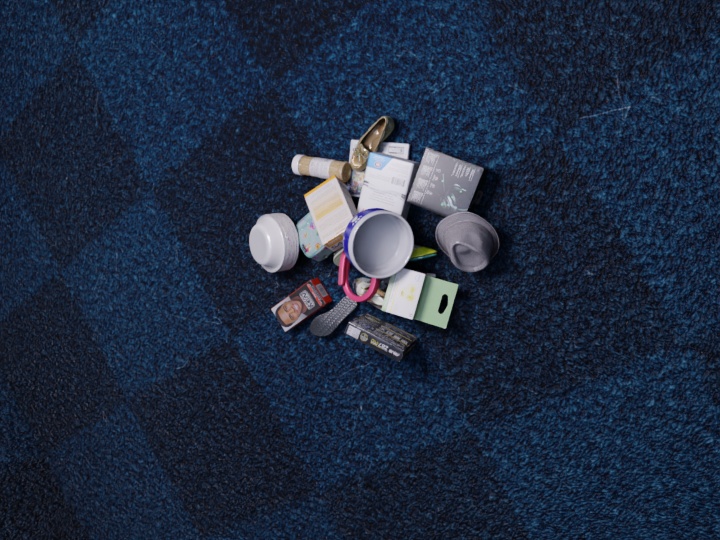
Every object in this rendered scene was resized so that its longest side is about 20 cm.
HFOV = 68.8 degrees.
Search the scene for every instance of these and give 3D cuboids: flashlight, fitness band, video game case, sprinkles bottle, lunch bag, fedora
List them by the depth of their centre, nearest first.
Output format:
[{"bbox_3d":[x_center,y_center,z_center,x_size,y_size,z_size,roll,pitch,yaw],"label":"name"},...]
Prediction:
[{"bbox_3d":[0.312,-0.067,1.537,0.177,0.090,0.200,-20,128,32],"label":"fedora"},{"bbox_3d":[0.139,0.038,1.663,0.200,0.068,0.068,1,124,10],"label":"flashlight"},{"bbox_3d":[0.000,0.000,1.668,0.144,0.037,0.200,4,90,32],"label":"fitness band"},{"bbox_3d":[0.055,-0.322,1.695,0.200,0.023,0.182,10,102,20],"label":"video game case"},{"bbox_3d":[-0.129,-0.337,1.731,0.200,0.068,0.068,14,104,28],"label":"sprinkles bottle"},{"bbox_3d":[-0.127,-0.139,1.751,0.200,0.077,0.160,-39,61,21],"label":"lunch bag"}]

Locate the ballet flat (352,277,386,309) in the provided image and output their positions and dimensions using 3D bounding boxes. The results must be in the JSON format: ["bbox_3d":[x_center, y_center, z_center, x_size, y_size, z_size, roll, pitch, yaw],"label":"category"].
[{"bbox_3d":[0.038,0.075,1.704,0.200,0.072,0.072,29,109,34],"label":"ballet flat"}]

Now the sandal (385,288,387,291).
[{"bbox_3d":[0.122,0.094,1.712,0.200,0.054,0.080,1,99,23],"label":"sandal"}]

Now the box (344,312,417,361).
[{"bbox_3d":[0.069,0.209,1.694,0.200,0.161,0.049,25,107,17],"label":"box"}]

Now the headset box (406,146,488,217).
[{"bbox_3d":[0.267,-0.253,1.576,0.200,0.093,0.174,24,106,18],"label":"headset box"}]

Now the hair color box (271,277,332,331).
[{"bbox_3d":[-0.208,0.121,1.852,0.200,0.061,0.102,-36,84,24],"label":"hair color box"}]

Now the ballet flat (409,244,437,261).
[{"bbox_3d":[0.145,-0.050,1.677,0.200,0.067,0.067,-20,83,26],"label":"ballet flat"}]

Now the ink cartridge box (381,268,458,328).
[{"bbox_3d":[0.179,0.081,1.597,0.200,0.048,0.146,16,89,17],"label":"ink cartridge box"}]

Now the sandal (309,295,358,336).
[{"bbox_3d":[-0.087,0.161,1.821,0.200,0.048,0.075,-37,82,11],"label":"sandal"}]

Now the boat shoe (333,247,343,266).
[{"bbox_3d":[-0.009,-0.089,1.732,0.201,0.061,0.072,-32,123,23],"label":"boat shoe"}]

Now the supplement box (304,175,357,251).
[{"bbox_3d":[-0.081,-0.178,1.640,0.126,0.074,0.200,-30,63,17],"label":"supplement box"}]

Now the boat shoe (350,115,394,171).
[{"bbox_3d":[0.027,-0.400,1.647,0.073,0.063,0.200,40,111,12],"label":"boat shoe"}]

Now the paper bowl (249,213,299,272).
[{"bbox_3d":[-0.305,-0.093,1.798,0.201,0.104,0.201,14,109,46],"label":"paper bowl"}]

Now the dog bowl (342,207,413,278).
[{"bbox_3d":[0.052,-0.082,1.550,0.200,0.079,0.200,-6,108,-20],"label":"dog bowl"}]

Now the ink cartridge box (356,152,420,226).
[{"bbox_3d":[0.086,-0.252,1.632,0.146,0.086,0.200,19,110,18],"label":"ink cartridge box"}]
